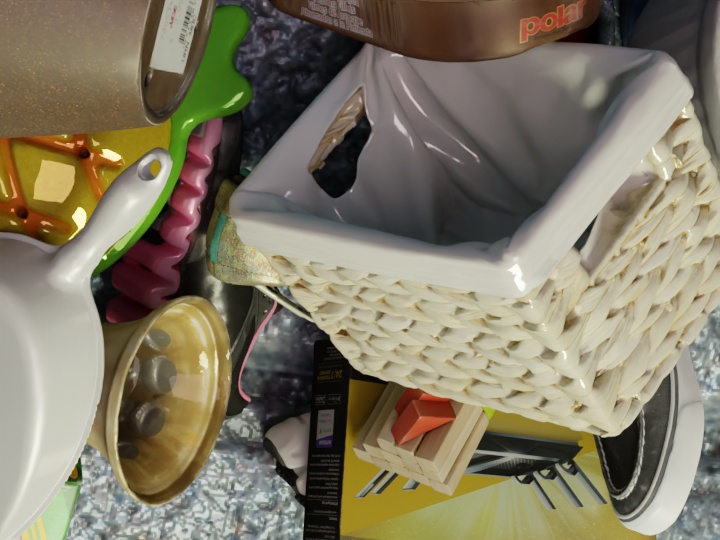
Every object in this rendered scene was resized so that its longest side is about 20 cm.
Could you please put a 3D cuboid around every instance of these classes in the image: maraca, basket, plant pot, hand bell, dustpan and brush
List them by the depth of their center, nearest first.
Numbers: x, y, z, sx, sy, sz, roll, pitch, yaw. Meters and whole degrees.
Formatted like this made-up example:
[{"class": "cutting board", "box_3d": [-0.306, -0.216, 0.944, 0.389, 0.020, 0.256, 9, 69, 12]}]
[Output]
[{"class": "plant pot", "box_3d": [-0.170, -0.134, 0.865, 0.200, 0.187, 0.187, 15, 108, 10]}, {"class": "basket", "box_3d": [0.061, -0.020, 0.911, 0.136, 0.200, 0.123, -50, 127, -23]}, {"class": "dustpan and brush", "box_3d": [-0.154, 0.018, 0.912, 0.140, 0.057, 0.200, 47, 120, 14]}, {"class": "maraca", "box_3d": [-0.142, -0.074, 0.972, 0.200, 0.107, 0.137, -44, 77, 3]}, {"class": "hand bell", "box_3d": [-0.177, 0.045, 0.993, 0.200, 0.104, 0.104, 12, 113, 25]}]

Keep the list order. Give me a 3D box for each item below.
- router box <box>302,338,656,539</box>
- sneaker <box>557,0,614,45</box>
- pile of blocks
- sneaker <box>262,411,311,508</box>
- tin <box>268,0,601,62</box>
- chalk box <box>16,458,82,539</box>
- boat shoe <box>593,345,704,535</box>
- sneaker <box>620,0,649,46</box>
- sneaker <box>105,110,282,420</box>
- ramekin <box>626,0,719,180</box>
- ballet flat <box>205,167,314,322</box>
[{"class": "router box", "box_3d": [0.068, 0.123, 1.078, 0.200, 0.052, 0.158, 6, 82, -25]}, {"class": "sneaker", "box_3d": [0.089, -0.082, 1.019, 0.079, 0.096, 0.200, -5, 127, -10]}, {"class": "pile of blocks", "box_3d": [0.075, 0.026, 0.999, 0.200, 0.082, 0.062, -38, 143, -10]}, {"class": "sneaker", "box_3d": [0.027, 0.153, 1.121, 0.081, 0.075, 0.200, -35, 112, -10]}, {"class": "tin", "box_3d": [0.030, -0.144, 0.942, 0.112, 0.200, 0.042, -19, 119, -31]}, {"class": "chalk box", "box_3d": [-0.233, 0.161, 1.036, 0.124, 0.124, 0.200, 13, 108, -17]}, {"class": "boat shoe", "box_3d": [0.137, 0.042, 1.050, 0.068, 0.072, 0.200, 16, 62, -24]}, {"class": "sneaker", "box_3d": [0.201, -0.076, 1.066, 0.074, 0.082, 0.200, -23, 111, -2]}, {"class": "sneaker", "box_3d": [-0.082, -0.002, 1.047, 0.095, 0.079, 0.200, -2, 113, -35]}, {"class": "ramekin", "box_3d": [0.226, -0.082, 0.989, 0.200, 0.098, 0.201, 6, 78, -30]}, {"class": "ballet flat", "box_3d": [0.000, 0.000, 1.031, 0.200, 0.071, 0.071, 16, 107, -40]}]
